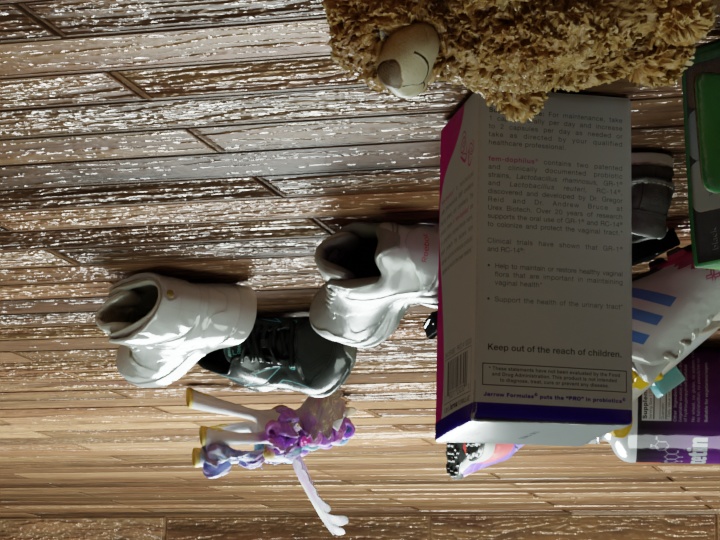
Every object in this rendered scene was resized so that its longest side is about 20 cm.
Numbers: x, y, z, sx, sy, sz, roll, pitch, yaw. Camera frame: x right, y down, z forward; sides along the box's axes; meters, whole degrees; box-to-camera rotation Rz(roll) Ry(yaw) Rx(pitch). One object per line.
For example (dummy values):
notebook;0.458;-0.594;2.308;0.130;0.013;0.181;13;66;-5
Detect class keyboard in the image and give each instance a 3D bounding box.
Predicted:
keyboard;0.143;0.007;1.617;0.198;0.021;0.127;-20;175;-10

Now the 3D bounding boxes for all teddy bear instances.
teddy bear;0.080;-0.117;1.095;0.198;0.067;0.145;6;165;-21

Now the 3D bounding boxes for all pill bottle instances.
pill bottle;0.312;0.131;2.111;0.198;0.114;0.112;0;168;7

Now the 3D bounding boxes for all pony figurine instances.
pony figurine;-0.085;0.187;2.402;0.198;0.168;0.193;1;-159;-14

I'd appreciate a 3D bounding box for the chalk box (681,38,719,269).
chalk box;0.254;-0.065;1.157;0.199;0.126;0.123;6;168;-41

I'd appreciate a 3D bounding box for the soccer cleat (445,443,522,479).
soccer cleat;0.152;0.212;2.629;0.072;0.069;0.200;0;166;-13

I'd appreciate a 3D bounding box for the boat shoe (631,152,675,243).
boat shoe;0.162;-0.032;1.502;0.066;0.058;0.200;5;167;-14

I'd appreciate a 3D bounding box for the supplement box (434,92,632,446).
supplement box;0.104;0.000;1.320;0.102;0.202;0.101;3;169;-11

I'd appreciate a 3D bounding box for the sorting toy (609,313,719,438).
sorting toy;0.236;0.056;1.876;0.199;0.108;0.180;12;145;-40

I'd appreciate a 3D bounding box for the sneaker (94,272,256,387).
sneaker;-0.190;0.047;1.900;0.115;0.074;0.200;11;155;-33

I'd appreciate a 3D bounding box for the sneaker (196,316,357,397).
sneaker;-0.078;0.079;2.011;0.079;0.076;0.199;13;163;-35

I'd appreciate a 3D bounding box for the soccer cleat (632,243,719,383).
soccer cleat;0.230;0.031;1.609;0.199;0.087;0.070;-21;175;9

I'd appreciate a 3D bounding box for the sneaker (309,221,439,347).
sneaker;0.000;0.000;1.669;0.099;0.079;0.200;15;154;-25
